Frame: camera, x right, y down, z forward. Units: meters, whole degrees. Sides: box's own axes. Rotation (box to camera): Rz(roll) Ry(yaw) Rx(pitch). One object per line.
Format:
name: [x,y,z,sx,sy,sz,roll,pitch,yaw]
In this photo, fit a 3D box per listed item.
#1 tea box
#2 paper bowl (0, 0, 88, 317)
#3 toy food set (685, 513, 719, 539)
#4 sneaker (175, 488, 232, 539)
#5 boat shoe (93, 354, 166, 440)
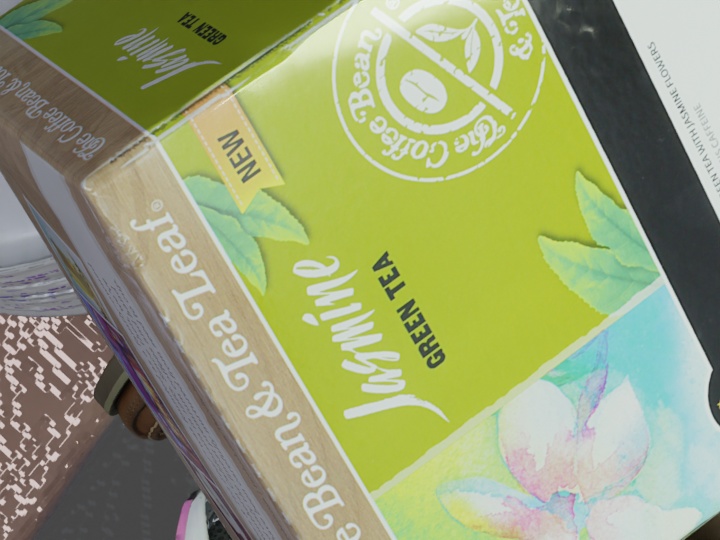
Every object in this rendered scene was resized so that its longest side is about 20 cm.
tea box: [0.024,-0.019,0.808,0.196,0.134,0.200,-36,119,-10]
paper bowl: [-0.107,-0.093,0.899,0.200,0.104,0.202,-6,73,19]
toy food set: [0.054,0.145,0.869,0.060,0.143,0.201,26,71,-19]
sneaker: [0.002,0.153,0.965,0.086,0.080,0.201,-20,101,4]
boat shoe: [0.000,0.000,0.934,0.200,0.072,0.068,-41,86,17]
